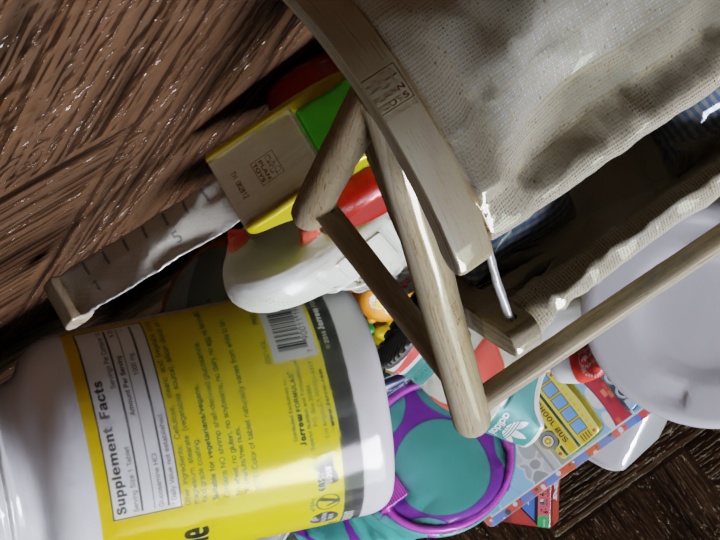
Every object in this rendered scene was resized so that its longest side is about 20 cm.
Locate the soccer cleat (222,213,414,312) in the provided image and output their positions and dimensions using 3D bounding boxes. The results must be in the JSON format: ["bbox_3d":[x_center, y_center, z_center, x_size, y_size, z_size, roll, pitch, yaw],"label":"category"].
[{"bbox_3d":[0.002,-0.015,1.174,0.069,0.078,0.200,-4,-159,27],"label":"soccer cleat"}]

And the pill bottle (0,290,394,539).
[{"bbox_3d":[-0.092,0.077,1.197,0.199,0.113,0.112,-11,168,-11],"label":"pill bottle"}]

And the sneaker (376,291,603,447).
[{"bbox_3d":[0.088,0.006,1.237,0.070,0.093,0.200,-48,-177,47],"label":"sneaker"}]

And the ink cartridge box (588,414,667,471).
[{"bbox_3d":[0.137,-0.010,1.474,0.200,0.146,0.084,-66,164,19],"label":"ink cartridge box"}]

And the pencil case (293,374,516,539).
[{"bbox_3d":[0.004,0.112,1.389,0.092,0.085,0.200,-16,173,-24],"label":"pencil case"}]

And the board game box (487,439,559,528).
[{"bbox_3d":[0.063,0.042,1.457,0.103,0.201,0.019,6,-164,22],"label":"board game box"}]

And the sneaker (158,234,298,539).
[{"bbox_3d":[-0.053,0.078,1.300,0.092,0.201,0.076,5,-159,11],"label":"sneaker"}]

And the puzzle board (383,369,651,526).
[{"bbox_3d":[0.065,0.025,1.427,0.151,0.200,0.017,-38,-178,20],"label":"puzzle board"}]

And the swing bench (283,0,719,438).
[{"bbox_3d":[0.081,-0.074,0.932,0.199,0.130,0.200,-34,157,-13],"label":"swing bench"}]

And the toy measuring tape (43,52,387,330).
[{"bbox_3d":[-0.038,-0.034,1.081,0.200,0.074,0.074,-33,174,14],"label":"toy measuring tape"}]

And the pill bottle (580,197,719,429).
[{"bbox_3d":[0.179,-0.014,1.219,0.114,0.114,0.200,-39,-175,28],"label":"pill bottle"}]

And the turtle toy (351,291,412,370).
[{"bbox_3d":[0.000,0.000,1.347,0.146,0.101,0.200,-31,172,-36],"label":"turtle toy"}]
